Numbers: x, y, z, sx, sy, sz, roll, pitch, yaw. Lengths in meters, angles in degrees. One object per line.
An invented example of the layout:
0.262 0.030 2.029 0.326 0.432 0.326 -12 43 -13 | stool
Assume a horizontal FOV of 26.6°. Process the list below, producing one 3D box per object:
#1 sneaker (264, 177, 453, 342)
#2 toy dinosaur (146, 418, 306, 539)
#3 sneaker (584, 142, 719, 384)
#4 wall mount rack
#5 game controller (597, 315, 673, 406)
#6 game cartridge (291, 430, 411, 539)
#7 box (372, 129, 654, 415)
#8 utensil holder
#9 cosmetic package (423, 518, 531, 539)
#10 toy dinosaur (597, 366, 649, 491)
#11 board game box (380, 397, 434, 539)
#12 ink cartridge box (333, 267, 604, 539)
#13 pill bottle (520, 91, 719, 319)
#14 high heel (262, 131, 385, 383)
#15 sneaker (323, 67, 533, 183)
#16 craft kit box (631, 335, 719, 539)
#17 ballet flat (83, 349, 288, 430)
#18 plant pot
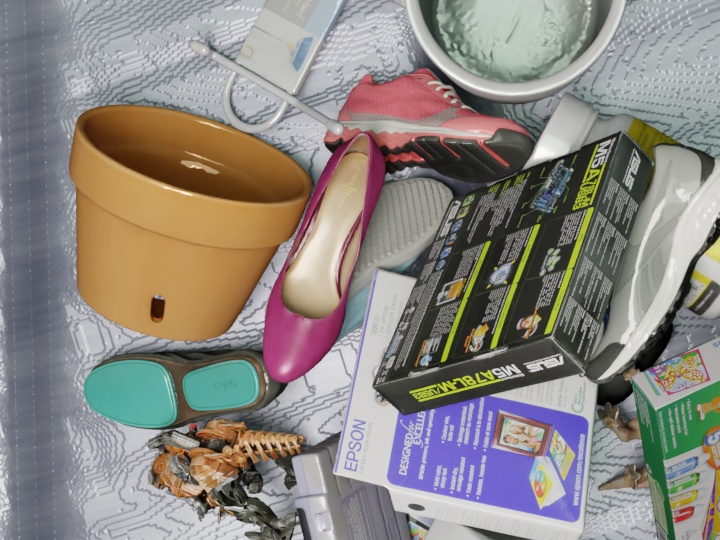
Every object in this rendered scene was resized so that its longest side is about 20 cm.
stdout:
0.000 0.000 1.305 0.199 0.082 0.074 -37 63 -14 | sneaker
-0.106 0.170 1.269 0.135 0.200 0.103 35 77 -21 | toy dinosaur
0.220 -0.005 1.176 0.079 0.074 0.202 28 104 15 | sneaker
-0.046 -0.200 1.278 0.173 0.074 0.202 30 95 20 | wall mount rack
0.164 0.026 1.296 0.199 0.042 0.105 35 95 4 | game controller
0.002 0.230 1.221 0.038 0.129 0.203 -12 92 31 | game cartridge
0.114 0.004 1.149 0.047 0.192 0.201 43 52 -26 | box
0.121 -0.218 1.212 0.167 0.200 0.172 0 92 5 | utensil holder
0.124 0.272 1.236 0.071 0.199 0.102 34 96 47 | cosmetic package
0.282 0.124 1.274 0.134 0.086 0.202 10 116 -33 | toy dinosaur
0.076 0.176 1.303 0.164 0.057 0.202 28 95 2 | board game box
0.088 0.106 1.211 0.197 0.044 0.200 13 54 0 | ink cartridge box
0.231 -0.056 1.250 0.199 0.114 0.115 31 95 3 | pill bottle
-0.033 -0.013 1.211 0.067 0.096 0.202 15 67 6 | high heel
0.057 -0.129 1.253 0.198 0.074 0.088 8 71 38 | sneaker
0.320 0.124 1.208 0.196 0.049 0.201 -26 131 -8 | craft kit box
-0.144 0.100 1.307 0.198 0.068 0.069 -3 96 31 | ballet flat
-0.152 -0.034 1.260 0.198 0.200 0.142 19 110 4 | plant pot
